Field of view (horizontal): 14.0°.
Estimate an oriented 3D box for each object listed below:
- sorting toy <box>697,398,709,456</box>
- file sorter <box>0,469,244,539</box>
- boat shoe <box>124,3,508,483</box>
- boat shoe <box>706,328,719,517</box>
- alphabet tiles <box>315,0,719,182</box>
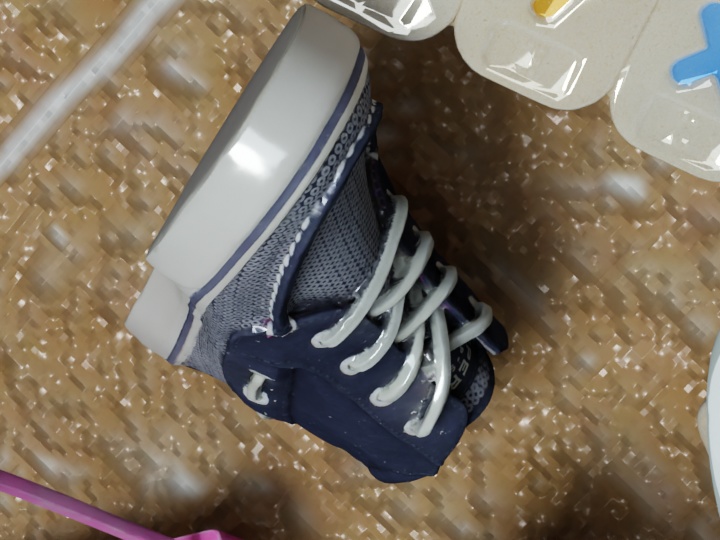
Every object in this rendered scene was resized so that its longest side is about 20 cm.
[{"bbox_3d":[0.202,0.099,0.762,0.184,0.036,0.201,-16,102,24],"label":"sorting toy"},{"bbox_3d":[-0.145,0.141,0.778,0.199,0.125,0.140,-16,63,30],"label":"file sorter"},{"bbox_3d":[0.000,0.000,0.725,0.092,0.200,0.075,32,78,-1],"label":"boat shoe"},{"bbox_3d":[0.133,0.095,0.708,0.065,0.074,0.203,24,130,55],"label":"boat shoe"},{"bbox_3d":[0.075,-0.124,0.642,0.199,0.015,0.196,24,113,-4],"label":"alphabet tiles"}]
